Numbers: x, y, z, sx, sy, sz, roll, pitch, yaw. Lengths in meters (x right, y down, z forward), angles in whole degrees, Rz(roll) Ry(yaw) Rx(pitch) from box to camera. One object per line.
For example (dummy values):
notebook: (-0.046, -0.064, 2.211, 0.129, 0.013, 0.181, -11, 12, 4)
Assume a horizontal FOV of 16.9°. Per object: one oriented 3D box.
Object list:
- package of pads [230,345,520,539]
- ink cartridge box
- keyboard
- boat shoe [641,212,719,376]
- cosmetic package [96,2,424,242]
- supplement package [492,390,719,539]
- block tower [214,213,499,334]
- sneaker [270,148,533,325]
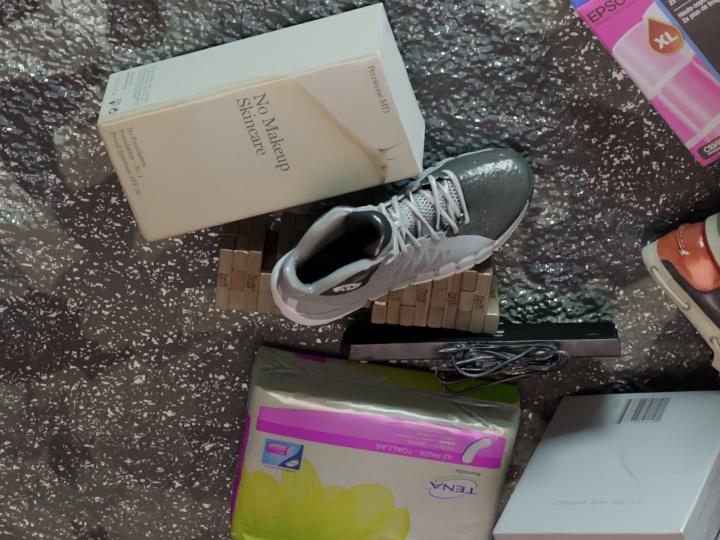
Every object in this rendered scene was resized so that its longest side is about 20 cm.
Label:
package of pads: (0.008, 0.147, 1.804, 0.200, 0.068, 0.155, 9, 124, -3)
ink cartridge box: (0.210, -0.167, 1.604, 0.095, 0.037, 0.200, -32, 115, 22)
keyboard: (0.084, 0.064, 1.721, 0.200, 0.104, 0.040, -2, 99, 5)
boat shoe: (0.273, 0.046, 1.722, 0.063, 0.071, 0.200, -24, 118, 25)
cosmetic package: (-0.066, -0.099, 1.641, 0.200, 0.073, 0.104, -14, 122, 13)
supplement package: (0.221, 0.211, 1.763, 0.152, 0.151, 0.200, -4, 127, 34)
block tower: (0.000, 0.000, 1.714, 0.200, 0.054, 0.058, 6, 125, -2)
sneaker: (0.033, -0.027, 1.624, 0.200, 0.115, 0.075, -30, 82, -6)
